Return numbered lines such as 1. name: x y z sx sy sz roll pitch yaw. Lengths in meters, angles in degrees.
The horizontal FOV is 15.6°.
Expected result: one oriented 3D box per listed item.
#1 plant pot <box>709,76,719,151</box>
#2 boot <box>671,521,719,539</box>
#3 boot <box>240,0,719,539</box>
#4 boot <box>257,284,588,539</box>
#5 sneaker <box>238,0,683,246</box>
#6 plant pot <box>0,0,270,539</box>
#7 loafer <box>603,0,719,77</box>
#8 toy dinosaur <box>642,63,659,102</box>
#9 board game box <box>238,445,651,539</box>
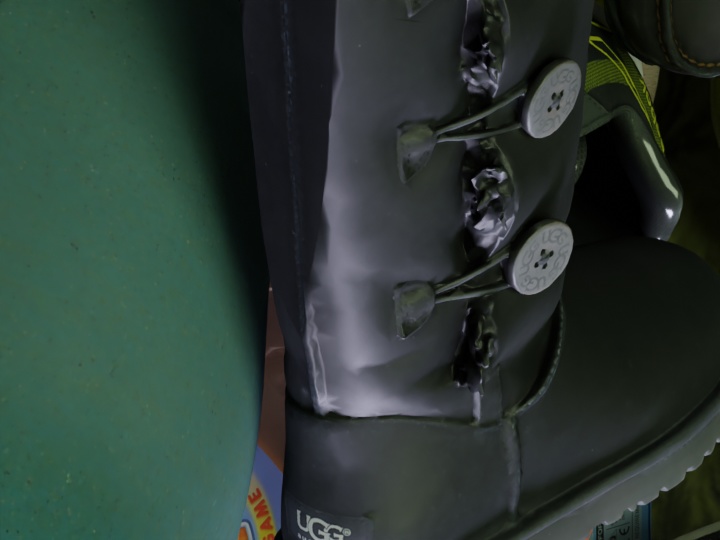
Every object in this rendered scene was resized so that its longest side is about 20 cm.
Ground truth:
1. plant pot: 0.211 -0.031 0.800 0.193 0.200 0.201 35 78 -35
2. boot: 0.089 0.176 0.797 0.200 0.072 0.144 -46 137 -6
3. boot: 0.037 -0.036 0.585 0.165 0.065 0.201 -38 134 -45
4. boot: 0.000 0.000 0.715 0.107 0.075 0.201 -34 90 -48
5. sneaker: 0.023 -0.059 0.668 0.074 0.085 0.200 -44 140 21
6. plant pot: -0.107 0.016 0.589 0.200 0.199 0.189 39 63 -35
7. loafer: 0.111 -0.133 0.642 0.072 0.072 0.201 -8 124 -34
8. toy dinosaur: 0.079 -0.102 0.790 0.106 0.060 0.201 -15 102 -11
9. board game box: 0.003 0.099 0.773 0.199 0.037 0.152 -11 106 -36
